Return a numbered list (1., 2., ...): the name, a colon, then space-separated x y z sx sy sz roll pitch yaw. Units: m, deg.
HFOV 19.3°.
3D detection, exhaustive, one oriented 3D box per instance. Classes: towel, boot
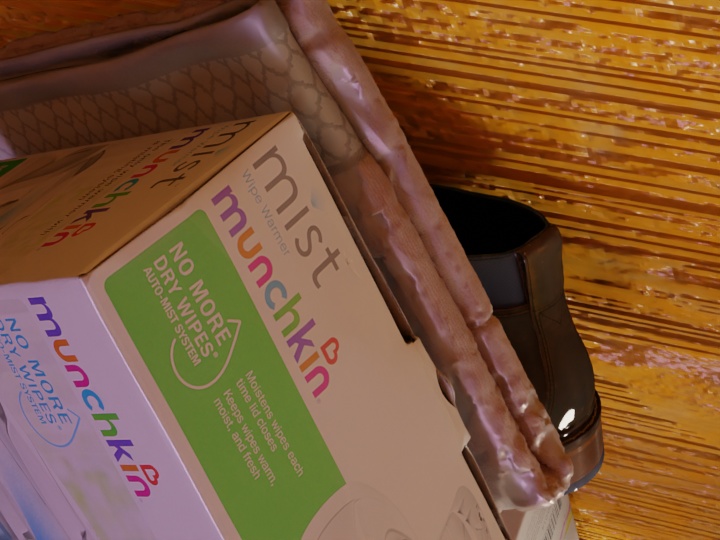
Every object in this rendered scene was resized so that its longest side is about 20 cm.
1. towel: -0.044 0.003 0.704 0.199 0.032 0.192 -6 119 48
2. boot: 0.000 0.000 0.746 0.199 0.075 0.098 20 134 32

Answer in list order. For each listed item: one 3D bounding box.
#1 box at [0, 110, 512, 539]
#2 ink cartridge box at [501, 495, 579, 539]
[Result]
1. box: -0.057 0.064 0.669 0.176 0.097 0.201 -2 120 49
2. ink cartridge box: 0.049 0.152 0.939 0.067 0.118 0.200 14 156 18
